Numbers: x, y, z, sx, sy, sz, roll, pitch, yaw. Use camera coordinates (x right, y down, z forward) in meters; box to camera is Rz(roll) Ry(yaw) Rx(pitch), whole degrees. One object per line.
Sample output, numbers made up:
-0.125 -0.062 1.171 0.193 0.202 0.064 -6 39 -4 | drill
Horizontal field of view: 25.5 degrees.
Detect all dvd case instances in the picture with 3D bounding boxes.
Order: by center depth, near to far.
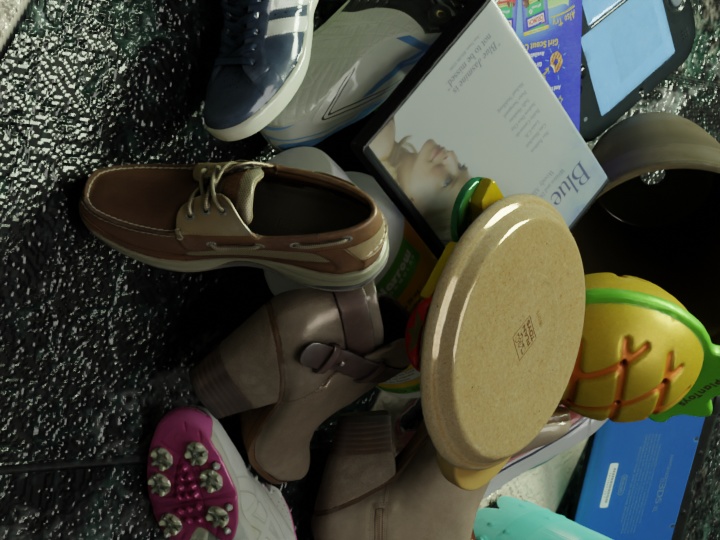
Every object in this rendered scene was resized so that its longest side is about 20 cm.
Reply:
0.089 -0.074 1.112 0.143 0.018 0.200 -51 130 -12 | dvd case

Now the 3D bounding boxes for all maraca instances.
0.214 0.068 1.241 0.199 0.137 0.107 23 51 -24 | maraca

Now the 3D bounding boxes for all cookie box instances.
0.091 -0.156 1.218 0.171 0.075 0.201 -16 111 -43 | cookie box

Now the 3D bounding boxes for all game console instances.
0.217 -0.225 1.367 0.200 0.031 0.178 -40 127 -33 | game console
0.272 0.169 1.513 0.170 0.118 0.201 1 117 -16 | game console

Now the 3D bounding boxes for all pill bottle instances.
0.000 0.000 1.137 0.200 0.111 0.111 44 69 -44 | pill bottle

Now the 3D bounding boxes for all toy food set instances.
0.095 0.041 1.094 0.199 0.048 0.200 -61 141 -20 | toy food set

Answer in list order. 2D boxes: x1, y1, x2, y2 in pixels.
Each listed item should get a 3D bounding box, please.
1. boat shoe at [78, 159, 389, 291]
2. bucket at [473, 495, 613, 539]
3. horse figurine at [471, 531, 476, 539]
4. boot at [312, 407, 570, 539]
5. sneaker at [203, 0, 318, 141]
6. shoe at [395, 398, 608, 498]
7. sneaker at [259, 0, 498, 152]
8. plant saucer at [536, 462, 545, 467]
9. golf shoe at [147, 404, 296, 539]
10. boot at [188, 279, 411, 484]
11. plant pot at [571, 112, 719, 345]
-0.078 -0.042 0.998 0.072 0.199 0.076 97 -1 -62 | boat shoe
0.164 0.309 1.378 0.207 0.134 0.209 -15 112 -43 | bucket
0.085 0.278 1.266 0.132 0.200 0.050 -32 144 -29 | horse figurine
0.062 0.180 1.211 0.070 0.199 0.147 -30 117 -83 | boot
-0.070 -0.185 1.045 0.084 0.075 0.201 41 61 -46 | sneaker
0.124 0.108 1.297 0.199 0.071 0.091 -33 122 -8 | shoe
0.011 -0.154 1.107 0.199 0.072 0.073 -34 160 -3 | sneaker
0.173 0.083 1.397 0.200 0.039 0.202 -16 113 -44 | plant saucer
-0.093 0.171 1.128 0.092 0.075 0.201 -52 136 -51 | golf shoe
-0.022 0.076 1.094 0.146 0.071 0.200 -25 150 7 | boot
0.255 -0.043 1.332 0.174 0.199 0.201 -83 159 -58 | plant pot
